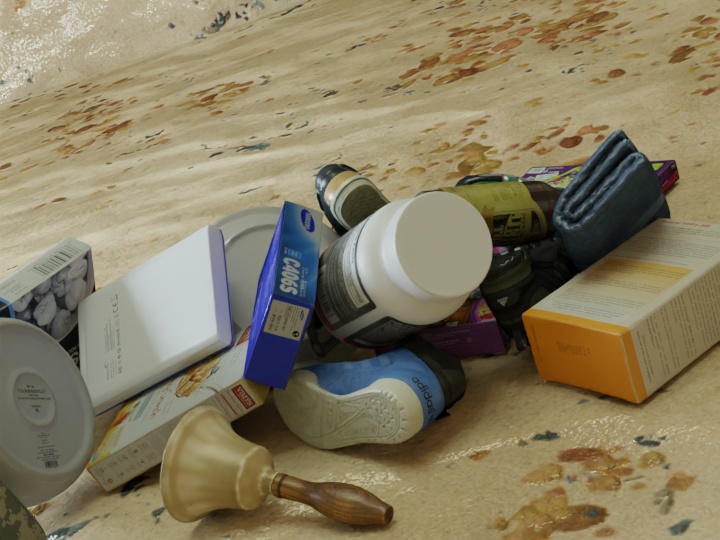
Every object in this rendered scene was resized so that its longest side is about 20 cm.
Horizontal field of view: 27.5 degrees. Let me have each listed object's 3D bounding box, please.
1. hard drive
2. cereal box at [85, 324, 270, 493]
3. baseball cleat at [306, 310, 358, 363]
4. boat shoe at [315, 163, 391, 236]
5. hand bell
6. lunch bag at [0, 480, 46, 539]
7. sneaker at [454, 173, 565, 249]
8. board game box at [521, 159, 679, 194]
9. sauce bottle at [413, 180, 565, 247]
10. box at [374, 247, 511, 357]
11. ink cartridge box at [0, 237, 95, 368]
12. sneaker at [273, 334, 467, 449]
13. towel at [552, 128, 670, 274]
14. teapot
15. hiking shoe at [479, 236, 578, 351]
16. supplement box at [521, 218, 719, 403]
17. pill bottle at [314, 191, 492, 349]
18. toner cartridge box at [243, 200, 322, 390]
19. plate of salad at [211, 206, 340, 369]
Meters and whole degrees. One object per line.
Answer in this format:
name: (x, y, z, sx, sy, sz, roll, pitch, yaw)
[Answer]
hard drive: (-0.214, 0.053, 1.511, 0.199, 0.025, 0.133, -28, 56, 31)
cereal box: (-0.165, 0.127, 1.442, 0.199, 0.040, 0.144, -31, 15, 21)
baseball cleat: (0.000, 0.000, 1.510, 0.069, 0.107, 0.201, 8, 54, 23)
boat shoe: (0.004, -0.057, 1.626, 0.075, 0.200, 0.062, -46, 58, -4)
hand bell: (-0.062, 0.184, 1.249, 0.199, 0.105, 0.104, 9, 33, 31)
lunch bag: (-0.393, 0.261, 1.266, 0.199, 0.140, 0.168, -7, 42, 34)
sneaker: (0.179, -0.061, 1.546, 0.198, 0.075, 0.088, 14, 13, -18)
board game box: (0.252, -0.087, 1.690, 0.199, 0.033, 0.120, 1, 26, 42)
sauce bottle: (0.151, -0.057, 1.454, 0.198, 0.065, 0.065, -7, 16, -20)
box: (0.105, 0.028, 1.521, 0.136, 0.039, 0.200, -9, 23, 24)
ink cartridge box: (-0.358, 0.096, 1.576, 0.043, 0.201, 0.198, 22, 41, 26)
sneaker: (0.014, 0.109, 1.358, 0.111, 0.077, 0.199, -26, 12, -38)
towel: (0.237, -0.050, 1.391, 0.049, 0.200, 0.112, 42, 89, 24)
teapot: (-0.363, 0.150, 1.428, 0.145, 0.200, 0.198, -27, 30, 27)
hiking shoe: (0.166, 0.026, 1.416, 0.075, 0.102, 0.200, -16, -2, 28)
supplement box: (0.262, 0.032, 1.327, 0.199, 0.074, 0.126, -32, 24, -29)
pill bottle: (0.037, 0.000, 1.352, 0.115, 0.116, 0.200, -30, -1, -25)
toner cartridge box: (-0.072, 0.020, 1.404, 0.043, 0.096, 0.200, 18, 26, -8)
plate of salad: (-0.090, 0.023, 1.561, 0.199, 0.200, 0.048, -31, -17, -29)
